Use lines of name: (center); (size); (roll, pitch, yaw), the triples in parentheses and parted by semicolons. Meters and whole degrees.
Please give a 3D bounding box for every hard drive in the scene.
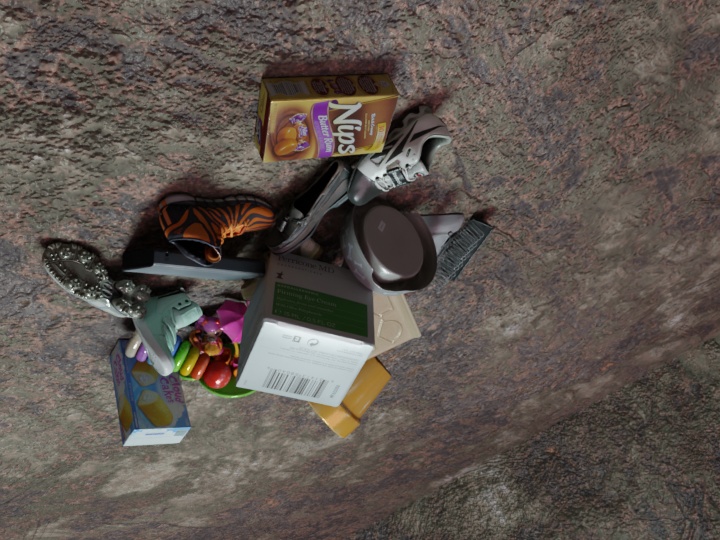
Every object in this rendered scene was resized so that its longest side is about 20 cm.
hard drive: (-0.282, -0.009, 1.175); (0.200, 0.033, 0.139); (6, 173, -38)

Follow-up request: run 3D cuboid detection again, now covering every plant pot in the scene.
plant pot: (-0.032, 0.267, 1.671); (0.183, 0.200, 0.200); (-40, 147, -2)

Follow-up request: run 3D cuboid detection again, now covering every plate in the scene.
plate: (0.101, -0.037, 1.438); (0.199, 0.032, 0.200); (-5, 143, -28)

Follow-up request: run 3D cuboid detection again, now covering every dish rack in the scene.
dish rack: (0.185, -0.028, 1.393); (0.154, 0.055, 0.200); (-59, 166, 28)

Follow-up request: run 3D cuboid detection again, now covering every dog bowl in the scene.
dog bowl: (0.048, -0.045, 1.250); (0.200, 0.201, 0.059); (9, 151, -40)

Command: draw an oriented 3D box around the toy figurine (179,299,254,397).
toy figurine: (-0.282, 0.138, 1.402); (0.199, 0.150, 0.184); (8, 128, -3)

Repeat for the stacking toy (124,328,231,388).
stacking toy: (-0.342, 0.169, 1.324); (0.200, 0.085, 0.085); (29, 130, -9)

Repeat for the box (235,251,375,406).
box: (-0.098, 0.105, 1.232); (0.198, 0.172, 0.200); (15, 132, -15)

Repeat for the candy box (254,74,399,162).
candy box: (-0.052, -0.229, 1.038); (0.199, 0.057, 0.117); (-10, 145, -22)

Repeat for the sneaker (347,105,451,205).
sneaker: (0.063, -0.171, 1.123); (0.200, 0.089, 0.074); (-46, 146, 11)

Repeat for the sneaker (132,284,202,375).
sneaker: (-0.331, 0.098, 1.225); (0.118, 0.200, 0.074); (-18, 130, -21)

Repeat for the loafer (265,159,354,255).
loafer: (-0.091, -0.111, 1.165); (0.200, 0.072, 0.063); (-43, 144, 4)

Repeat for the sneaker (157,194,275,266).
sneaker: (-0.224, -0.059, 1.124); (0.200, 0.112, 0.078); (-3, 143, -31)

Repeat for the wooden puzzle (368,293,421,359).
wooden puzzle: (0.012, 0.110, 1.500); (0.200, 0.046, 0.185); (-22, 127, 4)

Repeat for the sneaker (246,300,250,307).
sneaker: (-0.126, 0.064, 1.387); (0.199, 0.088, 0.074); (-8, 148, -22)

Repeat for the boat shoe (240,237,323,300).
boat shoe: (-0.160, -0.010, 1.290); (0.200, 0.072, 0.065); (-30, 113, 32)

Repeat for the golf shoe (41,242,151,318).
golf shoe: (-0.452, 0.027, 1.149); (0.097, 0.078, 0.200); (-10, 142, 36)

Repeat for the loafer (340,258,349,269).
loafer: (0.000, 0.000, 1.338); (0.200, 0.070, 0.075); (-63, 167, 16)

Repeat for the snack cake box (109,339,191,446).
snack cake box: (-0.415, 0.237, 1.358); (0.115, 0.200, 0.067); (6, 138, -38)
